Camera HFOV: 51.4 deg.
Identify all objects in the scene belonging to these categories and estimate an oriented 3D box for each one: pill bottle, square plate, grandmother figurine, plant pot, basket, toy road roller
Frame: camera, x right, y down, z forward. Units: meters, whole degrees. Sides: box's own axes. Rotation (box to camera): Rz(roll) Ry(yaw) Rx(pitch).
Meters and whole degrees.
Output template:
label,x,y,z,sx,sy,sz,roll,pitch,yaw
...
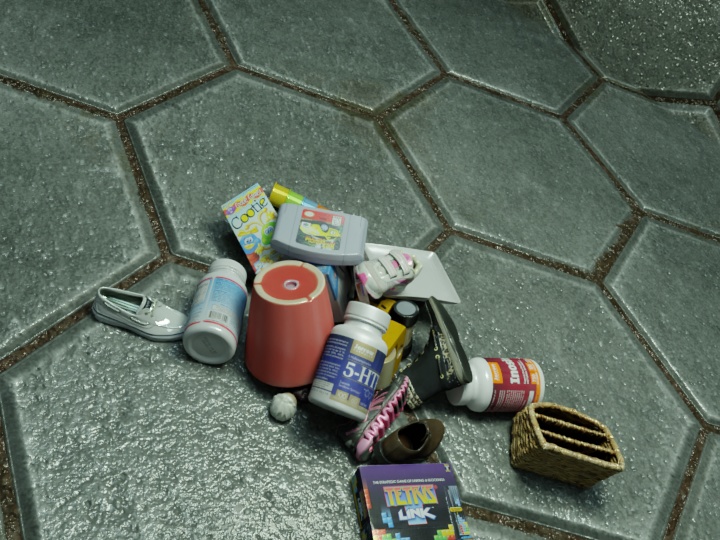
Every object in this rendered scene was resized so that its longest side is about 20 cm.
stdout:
label,x,y,z,sx,sy,sz,roll,pitch,yaw
pill bottle,-0.285,0.077,1.501,0.106,0.110,0.203,16,44,-10
pill bottle,0.287,0.246,1.605,0.195,0.114,0.115,3,47,-22
pill bottle,-0.014,0.170,1.419,0.117,0.120,0.205,20,77,-5
square plate,0.111,0.011,1.711,0.195,0.029,0.200,7,34,-20
grandmother figurine,-0.107,0.225,1.488,0.119,0.062,0.200,16,40,31
plant pot,-0.137,0.095,1.465,0.194,0.181,0.203,2,35,-1
basket,0.426,0.341,1.537,0.195,0.150,0.146,17,57,-7
toy road roller,0.029,0.142,1.585,0.143,0.125,0.201,21,40,16

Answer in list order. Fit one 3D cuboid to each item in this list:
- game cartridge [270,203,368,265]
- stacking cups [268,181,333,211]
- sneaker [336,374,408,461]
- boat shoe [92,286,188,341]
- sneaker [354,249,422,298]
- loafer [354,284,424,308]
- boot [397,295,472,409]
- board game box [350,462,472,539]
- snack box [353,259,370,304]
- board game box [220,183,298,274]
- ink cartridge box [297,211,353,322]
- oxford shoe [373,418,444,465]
label,x,y,z,sx,sy,sz,roll,pitch,yaw
game cartridge,-0.085,-0.072,1.561,0.194,0.041,0.135,10,49,-2
stacking cups,-0.126,-0.152,1.823,0.195,0.061,0.061,21,43,-5
sneaker,0.024,0.273,1.478,0.094,0.080,0.200,25,53,24
boat shoe,-0.424,0.084,1.460,0.195,0.067,0.075,12,45,-15
sneaker,0.061,-0.003,1.543,0.082,0.088,0.198,55,28,13
loafer,0.070,0.054,1.713,0.195,0.074,0.072,-2,48,-29
boot,0.136,0.172,1.565,0.073,0.152,0.207,28,35,-53
board game box,0.093,0.444,1.372,0.195,0.057,0.168,4,49,-22
snack box,0.000,0.000,1.629,0.024,0.073,0.202,-12,32,4
board game box,-0.213,-0.071,1.650,0.103,0.104,0.202,-31,60,-3
ink cartridge box,-0.072,-0.008,1.639,0.081,0.147,0.203,-5,42,15
oxford shoe,0.117,0.327,1.457,0.198,0.084,0.074,-11,63,-53
